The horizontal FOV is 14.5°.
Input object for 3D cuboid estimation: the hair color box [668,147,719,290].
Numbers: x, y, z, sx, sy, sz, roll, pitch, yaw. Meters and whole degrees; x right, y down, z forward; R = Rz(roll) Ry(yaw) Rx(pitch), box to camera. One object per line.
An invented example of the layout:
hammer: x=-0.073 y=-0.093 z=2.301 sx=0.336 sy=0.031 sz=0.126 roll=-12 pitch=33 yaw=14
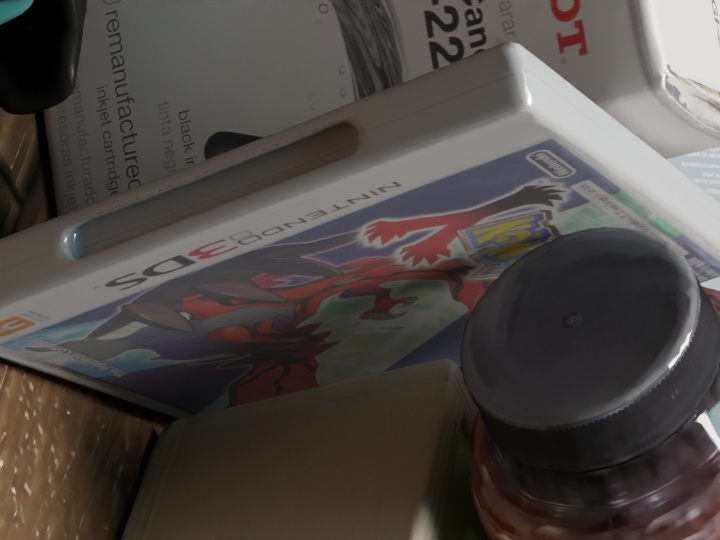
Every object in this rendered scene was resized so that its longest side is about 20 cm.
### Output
hair color box: x=0.083 y=-0.037 z=1.015 sx=0.060 sy=0.099 sz=0.201 roll=2 pitch=69 yaw=-49

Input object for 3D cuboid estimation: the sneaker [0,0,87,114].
sneaker: x=-0.120 y=-0.099 z=0.726 sx=0.200 sy=0.071 sz=0.080 roll=31 pitch=45 yaw=-64

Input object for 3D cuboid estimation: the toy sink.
toy sink: x=-0.006 y=0.143 z=0.817 sx=0.200 sy=0.112 sz=0.131 roll=-73 pitch=144 yaw=-53

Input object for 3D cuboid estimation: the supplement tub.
supplement tub: x=0.097 y=0.078 z=0.835 sx=0.107 sy=0.106 sz=0.200 roll=-83 pitch=152 yaw=-42

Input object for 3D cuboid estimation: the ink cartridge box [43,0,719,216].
ink cartridge box: x=0.003 y=-0.091 z=0.856 sx=0.085 sy=0.199 sz=0.146 roll=18 pitch=61 yaw=-66

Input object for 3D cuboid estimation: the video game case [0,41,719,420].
video game case: x=0.000 y=0.000 z=0.819 sx=0.200 sy=0.182 sz=0.023 roll=26 pitch=47 yaw=-64
